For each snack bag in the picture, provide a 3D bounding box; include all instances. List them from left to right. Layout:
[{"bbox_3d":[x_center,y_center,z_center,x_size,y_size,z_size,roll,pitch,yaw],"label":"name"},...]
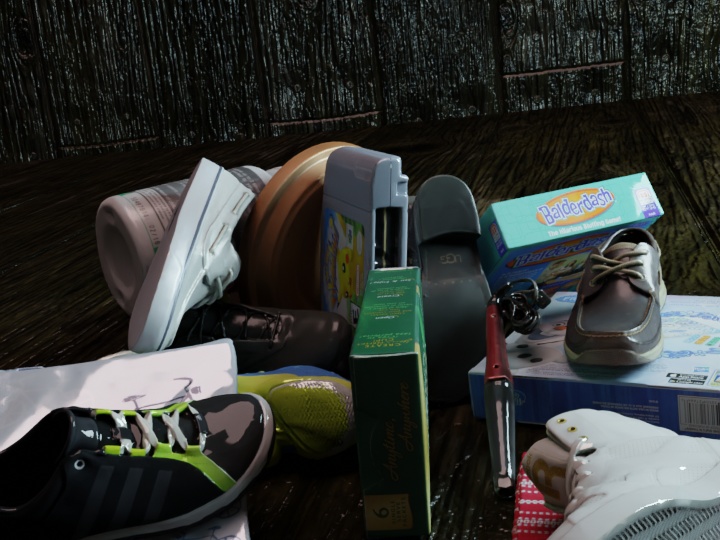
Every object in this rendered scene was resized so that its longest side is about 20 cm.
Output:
[{"bbox_3d":[-0.164,0.121,0.653,0.188,0.021,0.200,-8,41,-1],"label":"snack bag"}]

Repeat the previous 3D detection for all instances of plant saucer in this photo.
[{"bbox_3d":[-0.028,-0.018,0.936,0.032,0.201,0.200,22,30,39],"label":"plant saucer"}]

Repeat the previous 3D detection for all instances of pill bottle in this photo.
[{"bbox_3d":[-0.132,-0.034,0.934,0.199,0.114,0.113,-18,18,-32],"label":"pill bottle"}]

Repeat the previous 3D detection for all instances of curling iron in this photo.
[{"bbox_3d":[0.104,0.074,0.712,0.049,0.026,0.200,-31,26,33],"label":"curling iron"}]

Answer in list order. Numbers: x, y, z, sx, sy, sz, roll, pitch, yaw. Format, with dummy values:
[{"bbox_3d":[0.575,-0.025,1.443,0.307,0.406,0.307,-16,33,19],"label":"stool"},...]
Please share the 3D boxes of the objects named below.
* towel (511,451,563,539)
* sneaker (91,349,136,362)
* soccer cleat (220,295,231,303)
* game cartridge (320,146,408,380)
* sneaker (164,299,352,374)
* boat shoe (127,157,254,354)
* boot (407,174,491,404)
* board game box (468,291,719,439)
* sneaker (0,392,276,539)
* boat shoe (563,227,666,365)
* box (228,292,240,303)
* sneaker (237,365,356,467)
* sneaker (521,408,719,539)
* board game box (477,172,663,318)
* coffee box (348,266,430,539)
[{"bbox_3d":[0.153,0.151,0.544,0.144,0.023,0.200,-2,17,13],"label":"towel"},{"bbox_3d":[-0.213,0.127,0.778,0.199,0.077,0.089,-15,47,-32],"label":"sneaker"},{"bbox_3d":[-0.181,0.034,1.044,0.067,0.081,0.200,-16,17,-32],"label":"soccer cleat"},{"bbox_3d":[0.000,0.000,0.845,0.040,0.201,0.133,-2,11,-16],"label":"game cartridge"},{"bbox_3d":[-0.103,0.060,0.835,0.199,0.091,0.076,-11,45,24],"label":"sneaker"},{"bbox_3d":[-0.129,-0.007,0.804,0.066,0.072,0.200,27,39,-15],"label":"boat shoe"},{"bbox_3d":[0.061,0.018,0.881,0.069,0.201,0.174,3,-10,-8],"label":"boot"},{"bbox_3d":[0.216,0.068,0.790,0.199,0.044,0.199,1,18,31],"label":"board game box"},{"bbox_3d":[-0.143,0.112,0.581,0.199,0.083,0.072,-21,46,-15],"label":"sneaker"},{"bbox_3d":[0.193,0.015,0.769,0.074,0.074,0.200,-4,15,18],"label":"boat shoe"},{"bbox_3d":[-0.046,-0.004,1.093,0.199,0.101,0.075,-1,14,21],"label":"box"},{"bbox_3d":[-0.088,0.109,0.757,0.199,0.076,0.105,1,1,12],"label":"sneaker"},{"bbox_3d":[0.117,0.123,0.501,0.115,0.074,0.199,10,12,44],"label":"sneaker"},{"bbox_3d":[0.158,-0.011,0.914,0.151,0.045,0.200,-12,-20,-19],"label":"board game box"},{"bbox_3d":[0.024,0.080,0.686,0.044,0.124,0.200,-3,13,4],"label":"coffee box"}]
